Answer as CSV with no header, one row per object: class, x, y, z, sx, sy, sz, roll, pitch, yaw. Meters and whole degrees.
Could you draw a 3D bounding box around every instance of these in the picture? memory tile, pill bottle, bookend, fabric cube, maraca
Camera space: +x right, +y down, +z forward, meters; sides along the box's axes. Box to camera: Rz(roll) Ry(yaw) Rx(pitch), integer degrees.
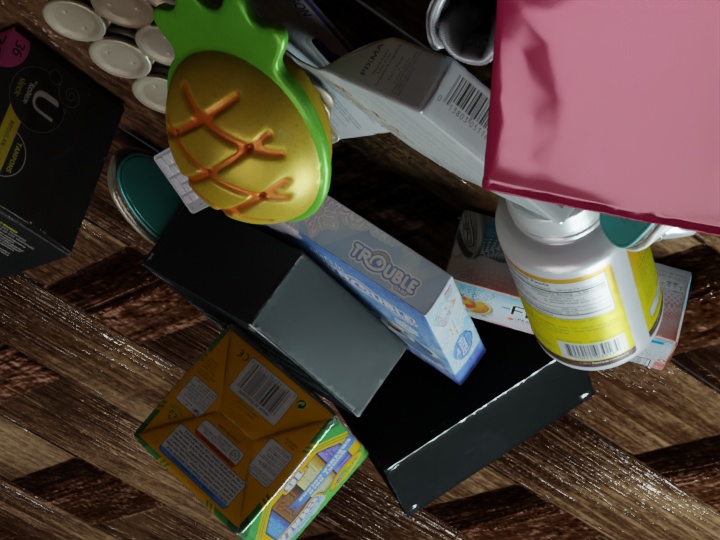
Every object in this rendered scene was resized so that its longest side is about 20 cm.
memory tile,-0.126,-0.158,1.655,0.152,0.017,0.200,-9,143,39
pill bottle,0.165,-0.016,1.691,0.108,0.110,0.200,6,150,20
bookend,0.065,0.072,1.949,0.200,0.198,0.092,53,174,34
fabric cube,0.191,-0.161,1.289,0.195,0.200,0.201,10,124,14
maraca,-0.084,-0.117,1.584,0.136,0.107,0.201,11,133,29

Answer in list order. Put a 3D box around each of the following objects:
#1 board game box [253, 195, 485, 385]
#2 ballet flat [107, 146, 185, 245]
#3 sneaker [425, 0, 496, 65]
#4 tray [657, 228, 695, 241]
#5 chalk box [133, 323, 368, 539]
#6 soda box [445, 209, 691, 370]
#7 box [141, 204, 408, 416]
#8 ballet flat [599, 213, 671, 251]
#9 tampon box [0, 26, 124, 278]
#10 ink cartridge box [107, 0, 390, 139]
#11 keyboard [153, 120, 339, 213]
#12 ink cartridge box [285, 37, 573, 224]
board game box,0.000,0.000,1.814,0.199,0.043,0.199,33,170,20
ballet flat,-0.156,-0.039,1.930,0.200,0.068,0.062,38,161,-32
sneaker,0.087,-0.174,1.489,0.075,0.115,0.200,8,151,16
tray,0.175,-0.073,1.724,0.107,0.022,0.200,-5,145,34
chalk box,-0.083,0.149,1.830,0.125,0.124,0.200,40,174,18
soda box,0.169,0.016,1.837,0.198,0.069,0.064,16,155,3
box,-0.073,0.027,1.839,0.141,0.079,0.200,39,173,-34
ballet flat,0.238,-0.081,1.536,0.069,0.070,0.200,25,142,-15
tampon box,-0.320,-0.086,1.841,0.126,0.151,0.199,35,147,-32
ink cartridge box,-0.077,-0.164,1.680,0.199,0.041,0.200,-4,146,33
keyboard,-0.090,-0.094,1.702,0.056,0.011,0.199,51,141,-14
ink cartridge box,0.051,-0.114,1.581,0.160,0.047,0.200,35,178,-37
